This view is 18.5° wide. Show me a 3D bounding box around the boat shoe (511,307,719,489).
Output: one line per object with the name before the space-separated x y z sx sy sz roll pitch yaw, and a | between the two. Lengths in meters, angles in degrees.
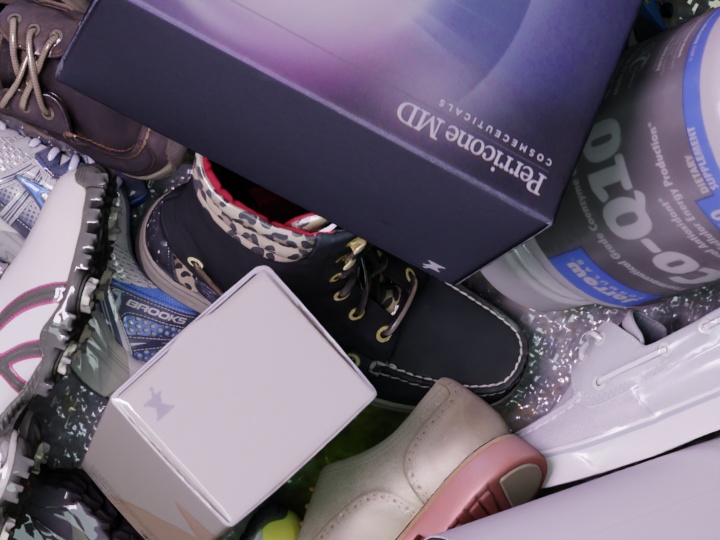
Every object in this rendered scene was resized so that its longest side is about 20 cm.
boat shoe | 0.140 0.051 1.053 0.200 0.072 0.069 -25 83 31

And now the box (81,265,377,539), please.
box | -0.066 0.074 1.027 0.095 0.200 0.078 -41 87 -15

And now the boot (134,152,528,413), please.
boot | -0.001 0.001 1.029 0.203 0.154 0.074 23 71 -6

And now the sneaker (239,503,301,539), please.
sneaker | -0.024 0.212 1.108 0.090 0.078 0.200 -2 102 5

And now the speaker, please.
speaker | 0.127 0.132 1.019 0.200 0.081 0.081 -16 92 -25

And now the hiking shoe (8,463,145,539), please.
hiking shoe | -0.209 0.114 1.124 0.200 0.076 0.101 41 96 3

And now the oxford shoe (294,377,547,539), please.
oxford shoe | -0.004 0.136 1.050 0.200 0.071 0.074 -42 60 1

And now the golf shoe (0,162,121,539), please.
golf shoe | -0.175 0.036 1.045 0.088 0.077 0.200 22 95 0

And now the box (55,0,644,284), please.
box | 0.011 -0.132 0.919 0.200 0.123 0.198 27 72 -10

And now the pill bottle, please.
pill bottle | 0.138 -0.046 0.990 0.114 0.200 0.114 9 73 -31

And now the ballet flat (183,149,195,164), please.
ballet flat | -0.017 -0.104 1.061 0.200 0.046 0.067 -19 90 7

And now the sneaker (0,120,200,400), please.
sneaker | -0.152 -0.036 1.112 0.085 0.077 0.200 -37 97 4

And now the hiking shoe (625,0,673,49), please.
hiking shoe | 0.110 -0.179 1.052 0.087 0.074 0.200 -33 96 -1

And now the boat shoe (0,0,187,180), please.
boat shoe | -0.140 -0.088 1.030 0.073 0.200 0.075 3 102 -31
